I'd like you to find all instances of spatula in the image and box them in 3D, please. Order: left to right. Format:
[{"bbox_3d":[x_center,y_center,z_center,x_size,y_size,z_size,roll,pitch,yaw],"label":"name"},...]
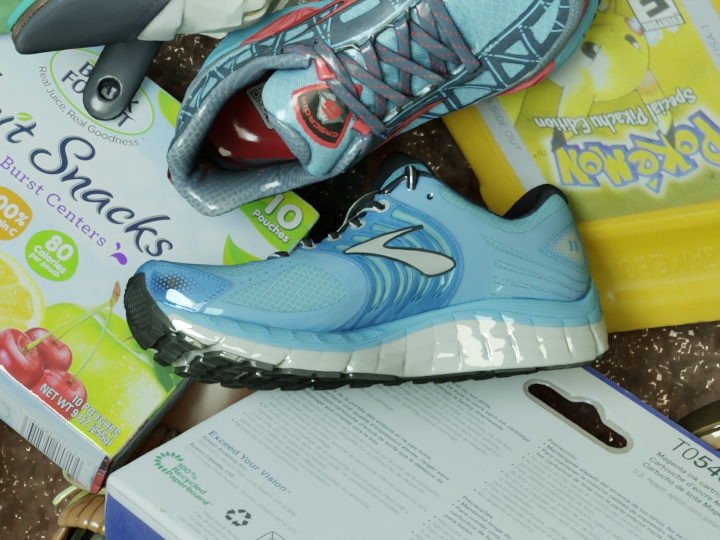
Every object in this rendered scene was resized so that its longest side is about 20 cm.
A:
[{"bbox_3d":[-0.066,-0.146,1.129,0.056,0.021,0.201,27,68,-1],"label":"spatula"}]

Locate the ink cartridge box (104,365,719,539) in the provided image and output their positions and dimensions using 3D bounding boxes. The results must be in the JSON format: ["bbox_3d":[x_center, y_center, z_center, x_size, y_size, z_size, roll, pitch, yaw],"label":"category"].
[{"bbox_3d":[0.036,0.102,1.069,0.196,0.200,0.043,34,134,32],"label":"ink cartridge box"}]

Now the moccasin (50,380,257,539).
[{"bbox_3d":[-0.097,0.111,1.133,0.074,0.078,0.202,38,87,1],"label":"moccasin"}]

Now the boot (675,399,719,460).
[{"bbox_3d":[0.155,0.142,1.136,0.199,0.077,0.156,-28,93,0],"label":"boot"}]

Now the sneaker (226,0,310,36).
[{"bbox_3d":[0.011,-0.160,1.126,0.073,0.071,0.201,29,92,-1],"label":"sneaker"}]

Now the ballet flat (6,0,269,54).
[{"bbox_3d":[-0.046,-0.137,1.055,0.200,0.073,0.073,-44,92,-12],"label":"ballet flat"}]

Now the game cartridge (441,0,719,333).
[{"bbox_3d":[0.109,-0.063,1.068,0.176,0.032,0.200,-9,121,42],"label":"game cartridge"}]

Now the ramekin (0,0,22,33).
[{"bbox_3d":[-0.162,-0.203,1.081,0.199,0.098,0.201,1,71,-2],"label":"ramekin"}]

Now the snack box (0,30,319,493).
[{"bbox_3d":[-0.138,-0.027,1.107,0.200,0.053,0.142,38,63,4],"label":"snack box"}]

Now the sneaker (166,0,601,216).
[{"bbox_3d":[0.006,-0.071,1.027,0.200,0.096,0.079,-28,106,37],"label":"sneaker"}]

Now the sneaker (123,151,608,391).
[{"bbox_3d":[0.000,0.000,1.067,0.199,0.078,0.090,-2,85,-26],"label":"sneaker"}]
